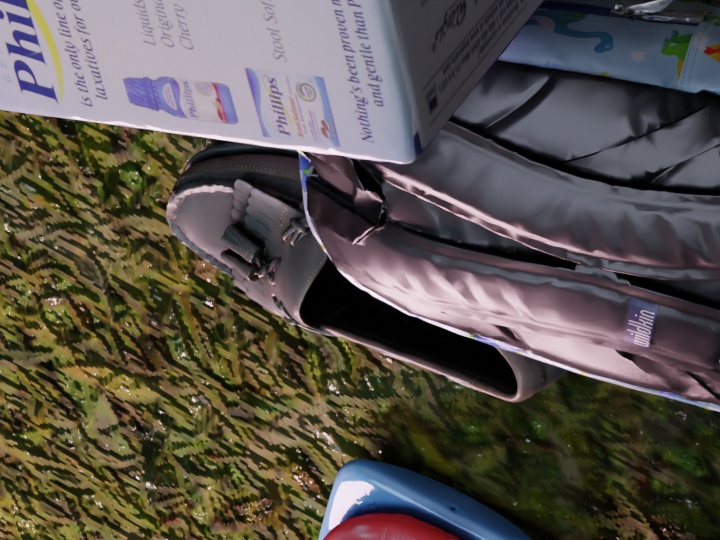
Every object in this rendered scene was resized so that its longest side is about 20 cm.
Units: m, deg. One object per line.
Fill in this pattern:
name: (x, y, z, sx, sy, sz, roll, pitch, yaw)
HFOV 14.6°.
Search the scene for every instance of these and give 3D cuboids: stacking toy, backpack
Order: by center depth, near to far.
backpack: (0.075, -0.040, 1.025, 0.199, 0.154, 0.163, 3, 131, 7)
stacking toy: (-0.007, 0.190, 1.215, 0.116, 0.200, 0.110, 26, 136, 14)

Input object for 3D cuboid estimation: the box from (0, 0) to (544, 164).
box: (-0.033, -0.139, 0.972, 0.199, 0.184, 0.105, 10, 132, 30)

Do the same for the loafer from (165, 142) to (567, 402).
loafer: (0.000, 0.000, 1.153, 0.199, 0.063, 0.072, 17, 133, 23)

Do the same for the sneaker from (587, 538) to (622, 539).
sneaker: (0.175, 0.144, 1.143, 0.200, 0.071, 0.113, 27, 138, 7)
